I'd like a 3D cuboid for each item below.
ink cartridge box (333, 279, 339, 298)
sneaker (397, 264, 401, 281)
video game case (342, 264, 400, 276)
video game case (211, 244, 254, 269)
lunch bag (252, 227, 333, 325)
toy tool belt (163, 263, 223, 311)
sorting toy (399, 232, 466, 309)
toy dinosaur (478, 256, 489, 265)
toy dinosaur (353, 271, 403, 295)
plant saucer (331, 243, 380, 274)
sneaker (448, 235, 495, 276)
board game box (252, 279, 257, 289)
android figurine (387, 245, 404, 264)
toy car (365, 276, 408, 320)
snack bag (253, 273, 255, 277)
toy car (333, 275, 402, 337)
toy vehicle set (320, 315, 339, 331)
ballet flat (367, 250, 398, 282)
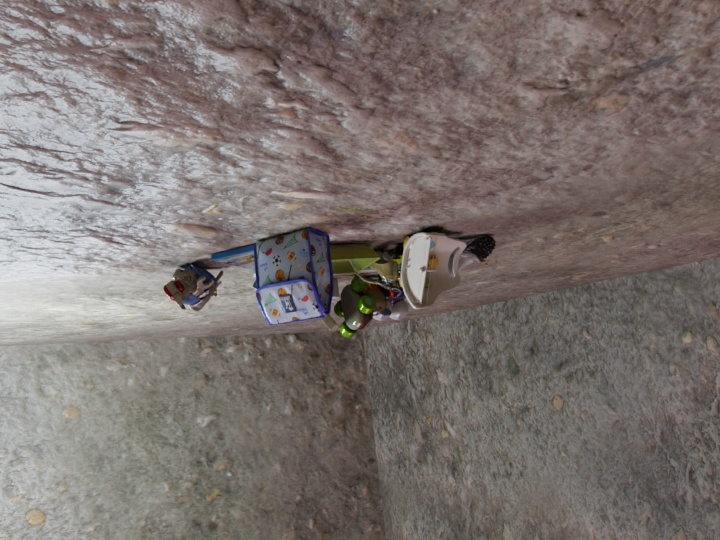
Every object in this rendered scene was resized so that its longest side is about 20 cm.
[{"bbox_3d":[-0.173,0.065,1.908,0.114,0.069,0.199,-13,168,28],"label":"ink cartridge box"},{"bbox_3d":[0.198,0.013,1.716,0.196,0.079,0.076,-7,-145,15],"label":"sneaker"},{"bbox_3d":[0.000,0.000,1.750,0.197,0.023,0.181,-3,175,-24],"label":"video game case"},{"bbox_3d":[-0.273,-0.033,1.453,0.141,0.018,0.199,-11,169,22],"label":"video game case"},{"bbox_3d":[-0.156,0.020,1.304,0.167,0.204,0.123,-11,169,26],"label":"lunch bag"},{"bbox_3d":[-0.437,0.030,1.479,0.122,0.125,0.200,-38,173,-3],"label":"toy tool belt"},{"bbox_3d":[0.206,-0.015,1.484,0.177,0.204,0.107,-2,-161,-29],"label":"sorting toy"},{"bbox_3d":[0.342,-0.052,1.716,0.104,0.061,0.200,17,164,3],"label":"toy dinosaur"},{"bbox_3d":[0.079,0.036,1.617,0.198,0.048,0.088,13,-179,-36],"label":"toy dinosaur"},{"bbox_3d":[-0.070,-0.031,1.518,0.196,0.049,0.200,-3,169,-21],"label":"plant saucer"},{"bbox_3d":[0.292,-0.044,1.579,0.198,0.073,0.073,-30,-158,-2],"label":"sneaker"},{"bbox_3d":[-0.238,0.082,1.704,0.149,0.047,0.200,30,172,8],"label":"board game box"},{"bbox_3d":[0.173,-0.048,1.609,0.179,0.042,0.199,-12,168,23],"label":"android figurine"},{"bbox_3d":[0.094,0.076,1.992,0.198,0.176,0.151,3,129,-43],"label":"toy car"},{"bbox_3d":[-0.198,0.000,1.675,0.186,0.022,0.198,3,168,-40],"label":"snack bag"},{"bbox_3d":[0.039,0.123,1.834,0.197,0.160,0.165,5,138,-32],"label":"toy car"},{"bbox_3d":[-0.122,0.141,1.806,0.026,0.125,0.200,-39,174,-4],"label":"toy vehicle set"},{"bbox_3d":[0.062,-0.024,1.575,0.067,0.064,0.200,-1,-164,-22],"label":"ballet flat"}]
